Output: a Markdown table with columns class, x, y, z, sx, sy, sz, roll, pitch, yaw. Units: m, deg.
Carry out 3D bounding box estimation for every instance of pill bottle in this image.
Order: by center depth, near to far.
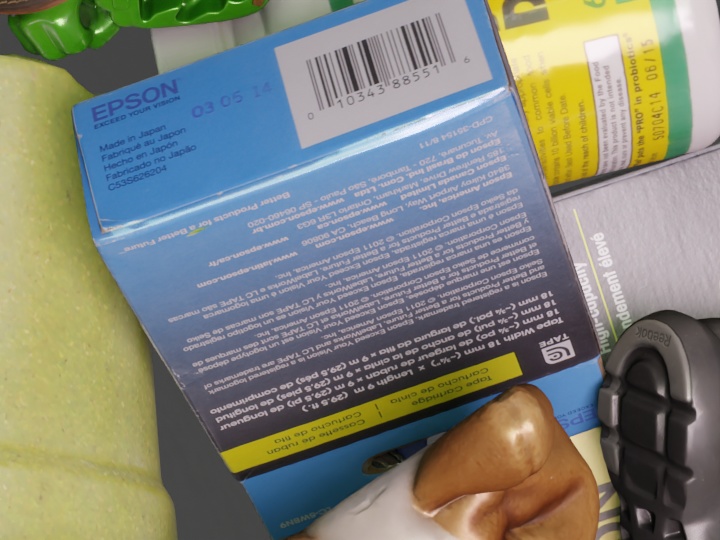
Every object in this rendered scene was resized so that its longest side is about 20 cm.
| class | x | y | z | sx | sy | sz | roll | pitch | yaw |
| --- | --- | --- | --- | --- | --- | --- | --- | --- | --- |
| pill bottle | 0.027 | -0.078 | 0.941 | 0.199 | 0.113 | 0.113 | -13 | 90 | -1 |

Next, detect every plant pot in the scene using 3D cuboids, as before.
| class | x | y | z | sx | sy | sz | roll | pitch | yaw |
| --- | --- | --- | --- | --- | --- | --- | --- | --- | --- |
| plant pot | -0.150 | 0.024 | 0.909 | 0.199 | 0.200 | 0.185 | 4 | 78 | -2 |

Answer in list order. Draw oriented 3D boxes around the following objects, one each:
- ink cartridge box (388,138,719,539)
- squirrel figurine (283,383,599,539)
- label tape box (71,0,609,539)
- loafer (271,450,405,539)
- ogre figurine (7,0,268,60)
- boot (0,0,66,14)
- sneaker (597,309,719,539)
| class | x | y | z | sx | sy | sz | roll | pitch | yaw |
| --- | --- | --- | --- | --- | --- | --- | --- | --- | --- |
| ink cartridge box | 0.108 | 0.063 | 0.976 | 0.199 | 0.047 | 0.198 | -19 | 91 | -4 |
| squirrel figurine | 0.055 | 0.151 | 0.859 | 0.141 | 0.200 | 0.187 | -34 | 84 | 6 |
| label tape box | 0.000 | 0.000 | 0.885 | 0.144 | 0.200 | 0.063 | -19 | 53 | 4 |
| loafer | -0.013 | 0.165 | 0.957 | 0.072 | 0.063 | 0.201 | 10 | 91 | 7 |
| ogre figurine | -0.036 | -0.154 | 0.894 | 0.098 | 0.120 | 0.200 | 29 | 126 | -31 |
| boot | -0.141 | -0.135 | 0.841 | 0.097 | 0.199 | 0.075 | 32 | 55 | -40 |
| sneaker | 0.129 | 0.113 | 0.919 | 0.079 | 0.075 | 0.201 | -4 | 107 | -32 |
